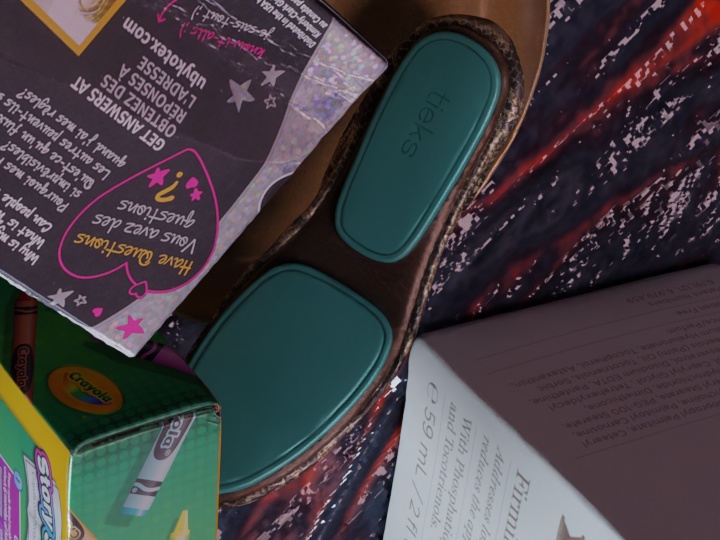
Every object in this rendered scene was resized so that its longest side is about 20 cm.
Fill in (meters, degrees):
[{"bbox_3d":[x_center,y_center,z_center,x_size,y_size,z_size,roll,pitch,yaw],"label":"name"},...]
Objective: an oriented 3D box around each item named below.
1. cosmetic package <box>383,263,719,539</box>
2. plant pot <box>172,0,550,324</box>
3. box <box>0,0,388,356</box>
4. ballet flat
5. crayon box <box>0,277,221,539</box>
[{"bbox_3d":[0.129,0.127,1.049,0.165,0.200,0.168,-12,126,-30],"label":"cosmetic package"},{"bbox_3d":[-0.020,-0.072,0.917,0.199,0.027,0.201,-21,131,-25],"label":"plant pot"},{"bbox_3d":[-0.110,-0.090,0.711,0.115,0.200,0.132,-47,136,5],"label":"box"},{"bbox_3d":[0.000,0.000,0.919,0.201,0.068,0.075,-58,169,3],"label":"ballet flat"},{"bbox_3d":[-0.104,0.102,0.913,0.058,0.119,0.201,-16,129,-27],"label":"crayon box"}]
